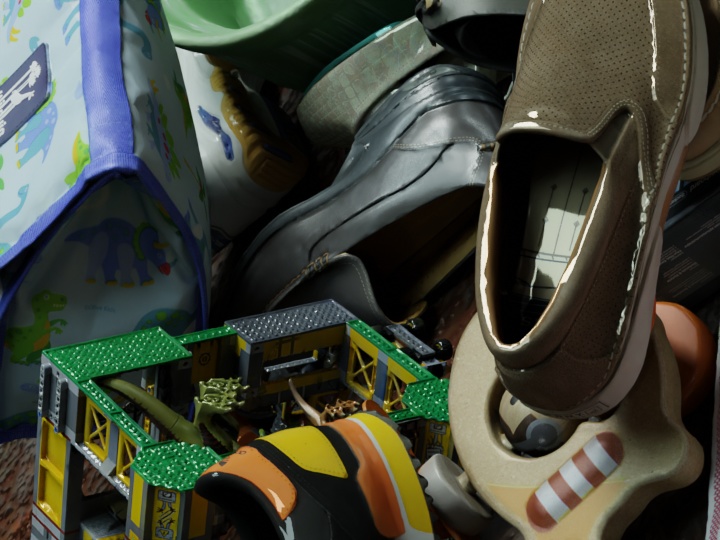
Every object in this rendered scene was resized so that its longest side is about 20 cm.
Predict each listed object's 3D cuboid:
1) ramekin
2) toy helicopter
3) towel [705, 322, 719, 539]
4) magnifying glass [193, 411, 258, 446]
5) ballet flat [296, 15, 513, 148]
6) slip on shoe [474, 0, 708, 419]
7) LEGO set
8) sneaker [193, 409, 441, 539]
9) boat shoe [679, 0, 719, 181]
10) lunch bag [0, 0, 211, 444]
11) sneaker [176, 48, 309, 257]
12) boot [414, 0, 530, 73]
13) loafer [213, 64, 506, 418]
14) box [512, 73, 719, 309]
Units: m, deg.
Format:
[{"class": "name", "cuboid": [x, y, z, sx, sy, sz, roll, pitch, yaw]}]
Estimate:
[{"class": "ramekin", "cuboid": [-0.022, -0.185, 1.427, 0.199, 0.097, 0.201, -17, 61, 34]}, {"class": "toy helicopter", "cuboid": [0.071, 0.097, 1.107, 0.131, 0.079, 0.201, -17, 62, 25]}, {"class": "towel", "cuboid": [0.198, 0.026, 1.039, 0.199, 0.030, 0.147, -29, 40, 40]}, {"class": "magnifying glass", "cuboid": [-0.091, 0.055, 1.446, 0.080, 0.022, 0.200, -56, 28, 3]}, {"class": "ballet flat", "cuboid": [0.044, -0.094, 1.343, 0.200, 0.067, 0.063, -35, 60, 37]}, {"class": "slip on shoe", "cuboid": [0.079, -0.048, 1.074, 0.076, 0.061, 0.201, 1, 71, 34]}, {"class": "LEGO set", "cuboid": [-0.047, 0.098, 1.213, 0.153, 0.199, 0.117, 30, 124, 40]}, {"class": "sneaker", "cuboid": [-0.005, 0.155, 1.087, 0.070, 0.089, 0.201, -43, 61, 58]}, {"class": "boat shoe", "cuboid": [0.123, -0.125, 1.155, 0.074, 0.066, 0.201, -32, 40, 34]}, {"class": "lunch bag", "cuboid": [-0.126, -0.043, 1.330, 0.201, 0.126, 0.171, 105, 160, -49]}, {"class": "sneaker", "cuboid": [-0.093, -0.085, 1.519, 0.088, 0.075, 0.200, -47, 31, 19]}, {"class": "boot", "cuboid": [0.016, -0.151, 1.253, 0.198, 0.078, 0.139, 3, 53, 13]}, {"class": "loafer", "cuboid": [0.000, 0.000, 1.310, 0.200, 0.072, 0.073, -52, 38, 25]}, {"class": "box", "cuboid": [0.148, -0.073, 1.185, 0.200, 0.046, 0.160, -36, 36, 32]}]
